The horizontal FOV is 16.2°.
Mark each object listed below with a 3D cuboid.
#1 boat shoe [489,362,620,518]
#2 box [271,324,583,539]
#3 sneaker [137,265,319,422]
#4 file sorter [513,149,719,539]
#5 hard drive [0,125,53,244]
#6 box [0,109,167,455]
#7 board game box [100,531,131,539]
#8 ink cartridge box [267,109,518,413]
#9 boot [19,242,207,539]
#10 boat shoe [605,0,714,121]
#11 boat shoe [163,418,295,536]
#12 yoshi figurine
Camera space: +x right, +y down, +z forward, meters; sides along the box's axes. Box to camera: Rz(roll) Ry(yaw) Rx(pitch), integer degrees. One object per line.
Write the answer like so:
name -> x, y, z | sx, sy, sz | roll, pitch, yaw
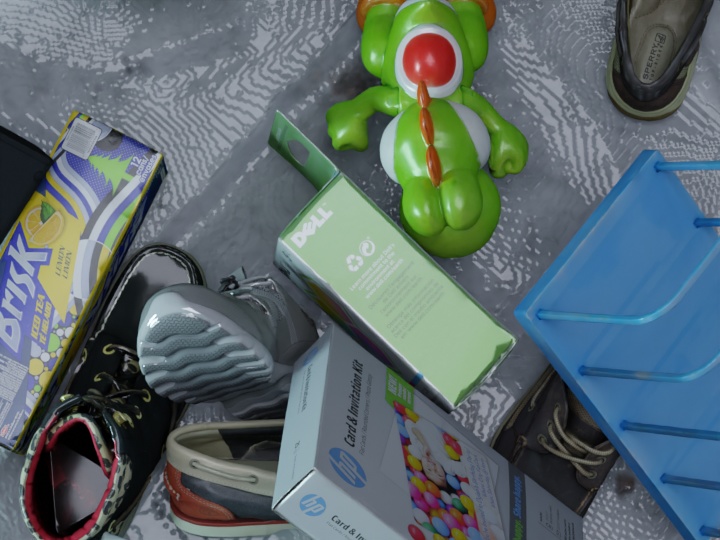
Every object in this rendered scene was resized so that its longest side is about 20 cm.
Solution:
boat shoe -> 0.129, 0.091, 1.538 | 0.074, 0.073, 0.201 | 26, 83, 0
box -> 0.043, 0.137, 1.421 | 0.200, 0.156, 0.041 | 38, 114, -15
sneaker -> -0.078, 0.035, 1.485 | 0.074, 0.200, 0.083 | -13, 71, 16
file sorter -> 0.217, 0.048, 1.471 | 0.139, 0.122, 0.200 | -50, 116, -23
hard drive -> -0.284, -0.010, 1.463 | 0.033, 0.139, 0.201 | 37, 95, 44
box -> -0.189, 0.008, 1.532 | 0.064, 0.070, 0.201 | 27, 83, 1
board game box -> -0.049, 0.223, 1.445 | 0.199, 0.148, 0.065 | 13, 71, 17
ink cartridge box -> 0.000, 0.000, 1.527 | 0.200, 0.104, 0.059 | 44, 82, 2
boot -> -0.142, 0.076, 1.484 | 0.073, 0.154, 0.205 | 19, 84, 1
boat shoe -> 0.199, -0.195, 1.580 | 0.073, 0.065, 0.202 | 8, 82, 0
boat shoe -> -0.020, 0.116, 1.520 | 0.198, 0.071, 0.063 | -4, 126, -4
yoshi figurine -> 0.045, -0.088, 1.533 | 0.112, 0.112, 0.201 | 28, 42, -33
